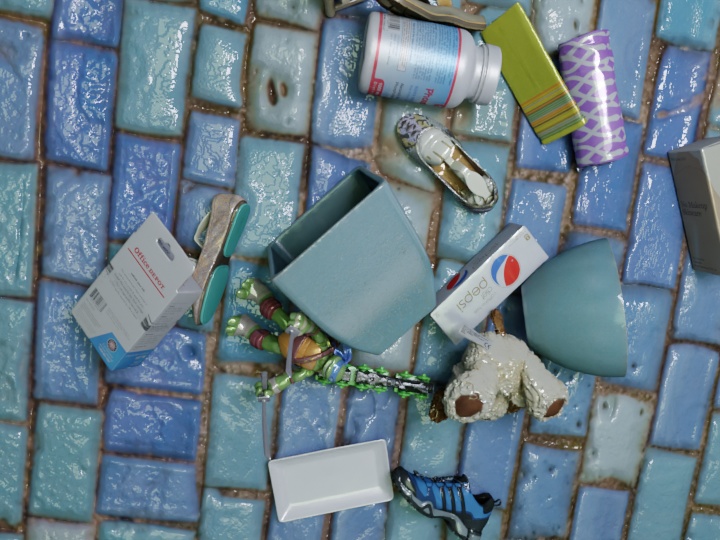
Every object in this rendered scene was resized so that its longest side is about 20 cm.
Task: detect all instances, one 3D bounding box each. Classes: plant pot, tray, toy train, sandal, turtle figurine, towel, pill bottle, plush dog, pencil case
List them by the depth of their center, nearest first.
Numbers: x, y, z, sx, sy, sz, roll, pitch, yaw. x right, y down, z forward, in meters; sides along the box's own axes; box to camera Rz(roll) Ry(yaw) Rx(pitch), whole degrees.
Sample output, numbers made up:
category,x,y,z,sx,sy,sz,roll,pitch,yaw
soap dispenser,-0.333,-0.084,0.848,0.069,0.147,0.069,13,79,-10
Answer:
category,x,y,z,sx,sy,sz,roll,pitch,yaw
sandal,0.100,-0.382,0.852,0.195,0.080,0.056,0,109,-30
turtle figurine,-0.125,0.110,0.858,0.192,0.146,0.199,34,57,25
plant pot,0.000,0.000,0.868,0.195,0.197,0.201,-39,108,1
pill bottle,0.098,-0.298,0.870,0.194,0.109,0.112,9,97,-5
towel,0.259,-0.291,0.901,0.018,0.085,0.202,-38,100,-30
plant pot,0.315,0.062,0.911,0.131,0.200,0.206,-7,99,16
pencil case,0.356,-0.257,0.913,0.084,0.083,0.206,-22,104,-37
plush dog,0.191,0.172,0.926,0.194,0.164,0.173,3,142,-17
toy train,0.020,0.172,0.955,0.194,0.056,0.043,10,83,-6
tray,-0.047,0.342,0.991,0.194,0.022,0.111,-10,98,-3

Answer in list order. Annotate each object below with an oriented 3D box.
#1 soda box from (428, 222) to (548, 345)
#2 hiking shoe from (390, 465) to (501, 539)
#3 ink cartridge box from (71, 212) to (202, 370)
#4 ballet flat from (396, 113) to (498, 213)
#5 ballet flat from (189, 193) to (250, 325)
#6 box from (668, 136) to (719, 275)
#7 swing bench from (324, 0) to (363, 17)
category,x,y,z,sx,sy,sz,roll,pitch,yaw
soda box,0.194,0.019,0.946,0.200,0.064,0.068,-43,100,3
hiking shoe,0.136,0.364,0.992,0.198,0.074,0.088,36,86,-19
ink cartridge box,-0.310,0.030,0.868,0.200,0.066,0.116,-46,74,12
ballet flat,0.138,-0.165,0.912,0.200,0.072,0.072,42,93,-9
ballet flat,-0.227,-0.021,0.911,0.066,0.068,0.205,21,91,12
box,0.563,-0.103,0.946,0.076,0.095,0.205,-18,98,-1
swing bench,0.028,-0.455,0.795,0.194,0.200,0.133,-21,100,-1
